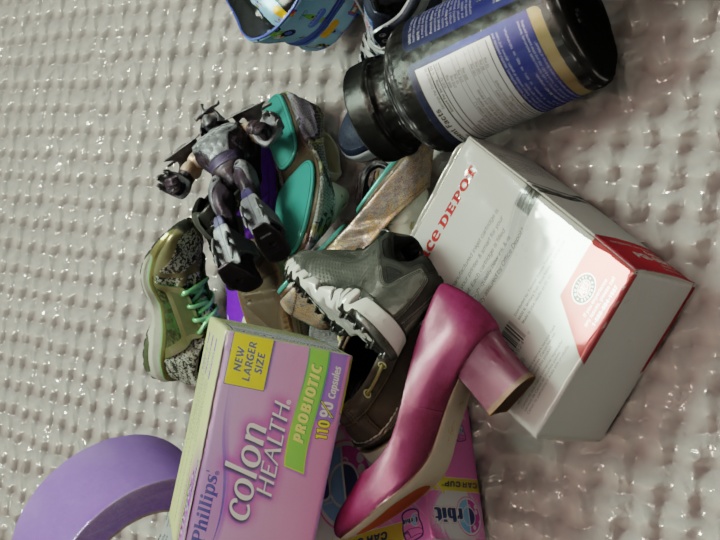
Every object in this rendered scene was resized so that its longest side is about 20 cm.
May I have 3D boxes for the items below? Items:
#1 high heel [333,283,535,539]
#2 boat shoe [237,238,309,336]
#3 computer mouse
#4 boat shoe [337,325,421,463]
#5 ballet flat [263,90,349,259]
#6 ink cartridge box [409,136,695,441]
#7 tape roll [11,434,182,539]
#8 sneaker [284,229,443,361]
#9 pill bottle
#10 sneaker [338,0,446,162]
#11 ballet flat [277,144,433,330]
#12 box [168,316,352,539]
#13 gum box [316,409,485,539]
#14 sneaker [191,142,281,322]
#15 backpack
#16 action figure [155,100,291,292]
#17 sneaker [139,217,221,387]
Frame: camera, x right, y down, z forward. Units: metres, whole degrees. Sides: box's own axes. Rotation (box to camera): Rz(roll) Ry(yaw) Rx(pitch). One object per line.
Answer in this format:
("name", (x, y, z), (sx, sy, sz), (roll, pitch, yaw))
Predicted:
("high heel", (0.033, 0.107, 0.973), (0.200, 0.067, 0.096), (-45, 69, 13))
("boat shoe", (-0.068, 0.067, 1.222), (0.072, 0.065, 0.201), (-6, 95, 33))
("computer mouse", (0.000, 0.000, 1.188), (0.058, 0.034, 0.201), (13, 84, 24))
("boat shoe", (0.012, 0.071, 1.073), (0.072, 0.060, 0.200), (-34, 24, 24))
("ballet flat", (-0.044, -0.085, 1.211), (0.072, 0.072, 0.201), (-43, 40, 32))
("ink cartridge box", (0.130, 0.012, 1.006), (0.200, 0.083, 0.147), (45, 115, 41))
("tape roll", (-0.218, 0.261, 1.240), (0.085, 0.199, 0.201), (34, 106, 45))
("sneaker", (0.007, 0.007, 1.034), (0.090, 0.067, 0.200), (-44, 24, -9))
("pill bottle", (0.090, -0.160, 1.037), (0.199, 0.112, 0.113), (-21, 67, 29))
("sneaker", (0.017, -0.182, 1.146), (0.200, 0.108, 0.070), (-49, 51, 28))
("ballet flat", (0.014, -0.028, 1.144), (0.067, 0.068, 0.200), (42, 101, 4))
("box", (-0.084, 0.135, 1.039), (0.200, 0.096, 0.177), (-179, 100, -81))
("gum box", (0.005, 0.189, 1.115), (0.199, 0.066, 0.114), (-25, 64, 41))
("sneaker", (-0.120, -0.029, 1.266), (0.069, 0.099, 0.202), (-1, 81, 49))
("backpack", (-0.042, -0.284, 1.184), (0.183, 0.134, 0.200), (-53, 36, 23))
("action figure", (-0.116, -0.083, 1.185), (0.130, 0.069, 0.201), (-36, 51, 18))
("sneaker", (-0.160, 0.039, 1.300), (0.088, 0.077, 0.201), (26, 132, 26))
